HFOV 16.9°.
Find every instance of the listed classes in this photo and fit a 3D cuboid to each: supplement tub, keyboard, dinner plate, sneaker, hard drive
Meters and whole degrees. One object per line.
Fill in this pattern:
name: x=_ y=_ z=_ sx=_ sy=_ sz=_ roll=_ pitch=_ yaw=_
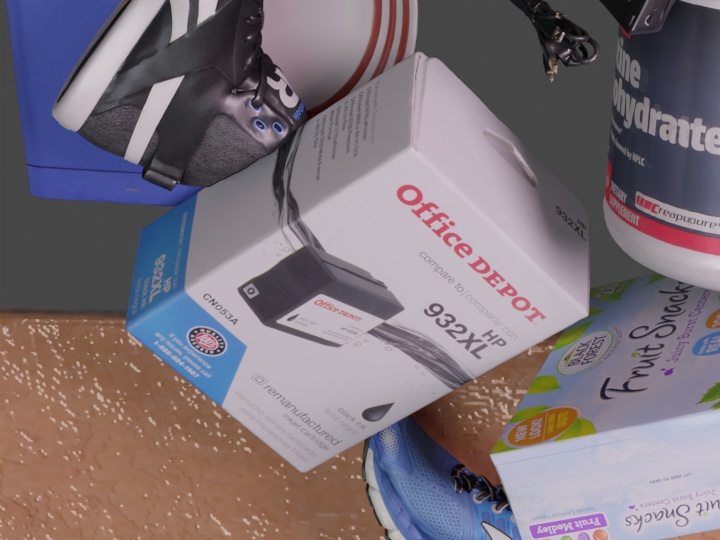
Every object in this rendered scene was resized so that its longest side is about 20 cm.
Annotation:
supplement tub: x=0.190 y=-0.102 z=1.142 sx=0.140 sy=0.140 sz=0.200 roll=10 pitch=115 yaw=17
keyboard: x=0.098 y=-0.171 z=1.139 sx=0.021 sy=0.200 sz=0.127 roll=8 pitch=123 yaw=-29
dinner plate: x=-0.062 y=-0.148 z=1.286 sx=0.200 sy=0.024 sz=0.200 roll=8 pitch=114 yaw=18
sneaker: x=0.082 y=0.141 z=1.336 sx=0.089 sy=0.079 sz=0.200 roll=-40 pitch=102 yaw=22
hard drive: x=-0.126 y=-0.132 z=1.290 sx=0.132 sy=0.025 sz=0.200 roll=4 pitch=114 yaw=19
sneaker: x=-0.059 y=-0.127 z=1.225 sx=0.112 sy=0.073 sz=0.200 roll=33 pitch=118 yaw=-15

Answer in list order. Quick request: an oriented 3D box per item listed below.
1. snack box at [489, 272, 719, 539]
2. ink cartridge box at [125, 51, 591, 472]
snack box: x=0.173 y=0.057 z=1.184 sx=0.169 sy=0.200 sz=0.068 roll=-13 pitch=107 yaw=26
ink cartridge box: x=0.000 y=0.000 z=1.266 sx=0.200 sy=0.084 sz=0.145 roll=-31 pitch=123 yaw=28
